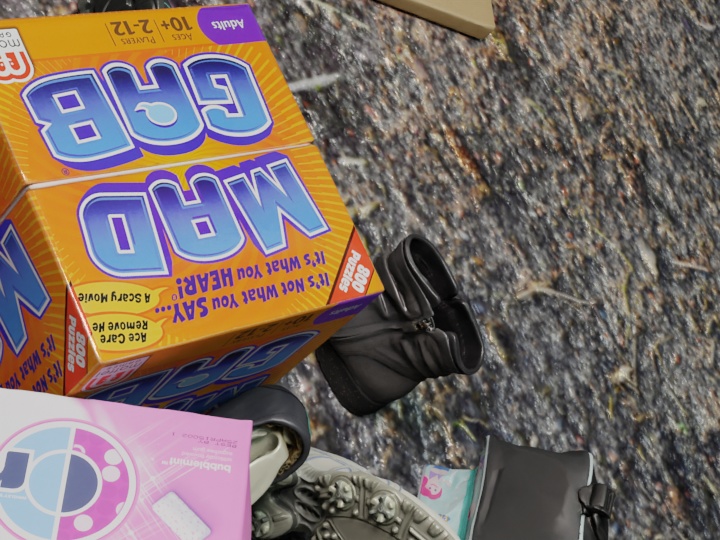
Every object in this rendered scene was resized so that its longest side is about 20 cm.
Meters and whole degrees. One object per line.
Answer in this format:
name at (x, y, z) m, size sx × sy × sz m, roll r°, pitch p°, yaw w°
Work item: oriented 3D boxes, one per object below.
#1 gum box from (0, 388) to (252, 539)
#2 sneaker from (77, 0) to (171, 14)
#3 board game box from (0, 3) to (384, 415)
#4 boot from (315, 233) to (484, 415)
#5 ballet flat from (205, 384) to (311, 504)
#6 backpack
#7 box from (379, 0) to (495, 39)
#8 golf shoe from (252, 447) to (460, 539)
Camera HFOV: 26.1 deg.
gum box at (-0.147, 0.128, 0.772) m, size 0.198 × 0.066 × 0.114 m, roll 8°, pitch 49°, yaw -7°
sneaker at (-0.145, -0.134, 1.109) m, size 0.079 × 0.075 × 0.202 m, roll 23°, pitch 45°, yaw -63°
board game box at (-0.149, -0.013, 0.916) m, size 0.199 × 0.200 × 0.201 m, roll -13°, pitch 71°, yaw -42°
boot at (0.000, 0.000, 1.106) m, size 0.201 × 0.131 × 0.070 m, roll 52°, pitch 46°, yaw -7°
ballet flat at (-0.113, 0.135, 0.918) m, size 0.199 × 0.073 × 0.073 m, roll -29°, pitch 88°, yaw -14°
backpack at (0.101, 0.230, 1.049) m, size 0.201 × 0.149 × 0.179 m, roll 71°, pitch 26°, yaw -50°
box at (0.032, -0.302, 1.372) m, size 0.199 × 0.021 × 0.165 m, roll 14°, pitch 59°, yaw -37°
golf shoe at (-0.001, 0.151, 1.001) m, size 0.097 × 0.199 × 0.079 m, roll -10°, pitch 116°, yaw -54°
